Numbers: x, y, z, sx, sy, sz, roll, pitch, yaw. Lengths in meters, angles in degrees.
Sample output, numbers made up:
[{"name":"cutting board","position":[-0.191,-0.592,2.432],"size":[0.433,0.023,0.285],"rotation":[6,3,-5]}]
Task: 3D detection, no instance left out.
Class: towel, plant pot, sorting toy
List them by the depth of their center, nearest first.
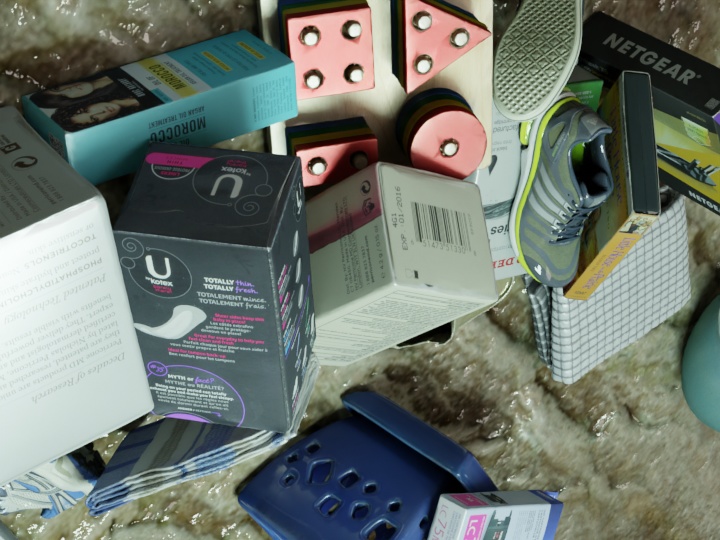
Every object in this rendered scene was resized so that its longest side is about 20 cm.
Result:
[{"name":"sorting toy","position":[0.022,-0.155,1.223],"size":[0.197,0.070,0.202],"rotation":[-9,120,-11]},{"name":"towel","position":[-0.131,0.135,1.244],"size":[0.199,0.147,0.024],"rotation":[-23,106,17]},{"name":"plant pot","position":[0.032,0.248,1.467],"size":[0.180,0.199,0.200],"rotation":[-49,137,-12]},{"name":"towel","position":[0.261,0.007,1.578],"size":[0.199,0.085,0.166],"rotation":[-32,135,-21]},{"name":"plant pot","position":[0.463,0.124,1.767],"size":[0.199,0.202,0.135],"rotation":[-9,160,-36]}]

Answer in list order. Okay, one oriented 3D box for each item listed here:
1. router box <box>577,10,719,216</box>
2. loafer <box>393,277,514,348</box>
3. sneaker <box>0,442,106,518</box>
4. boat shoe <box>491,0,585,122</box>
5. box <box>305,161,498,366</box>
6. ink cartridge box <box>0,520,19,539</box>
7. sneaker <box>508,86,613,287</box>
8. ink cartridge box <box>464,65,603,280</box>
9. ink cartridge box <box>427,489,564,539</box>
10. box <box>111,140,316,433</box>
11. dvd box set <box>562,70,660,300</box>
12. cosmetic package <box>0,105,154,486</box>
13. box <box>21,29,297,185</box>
[{"name":"router box","position":[0.299,-0.146,1.420],"size":[0.052,0.200,0.158],"rotation":[-41,135,-11]},{"name":"loafer","position":[0.080,0.036,1.452],"size":[0.199,0.068,0.076],"rotation":[-21,129,-28]},{"name":"sneaker","position":[-0.291,0.164,1.219],"size":[0.085,0.077,0.200],"rotation":[-42,144,5]},{"name":"boat shoe","position":[0.165,-0.212,1.315],"size":[0.062,0.074,0.201],"rotation":[72,30,-59]},{"name":"box","position":[0.000,0.000,1.259],"size":[0.127,0.110,0.199],"rotation":[9,156,-42]},{"name":"ink cartridge box","position":[-0.367,0.300,1.244],"size":[0.200,0.084,0.146],"rotation":[-40,135,-12]},{"name":"sneaker","position":[0.187,-0.065,1.343],"size":[0.073,0.081,0.201],"rotation":[-23,128,-26]},{"name":"ink cartridge box","position":[0.136,-0.096,1.402],"size":[0.146,0.083,0.202],"rotation":[-12,124,-34]},{"name":"ink cartridge box","position":[0.131,0.274,1.416],"size":[0.199,0.042,0.120],"rotation":[7,102,-52]},{"name":"box","position":[-0.106,0.014,1.119],"size":[0.201,0.121,0.107],"rotation":[88,12,-45]},{"name":"dvd box set","position":[0.231,-0.076,1.396],"size":[0.029,0.148,0.200],"rotation":[4,157,-10]},{"name":"cosmetic package","position":[-0.275,0.022,1.077],"size":[0.166,0.167,0.201],"rotation":[-26,132,-23]},{"name":"box","position":[-0.153,-0.128,1.143],"size":[0.199,0.082,0.050],"rotation":[-22,128,-28]}]
